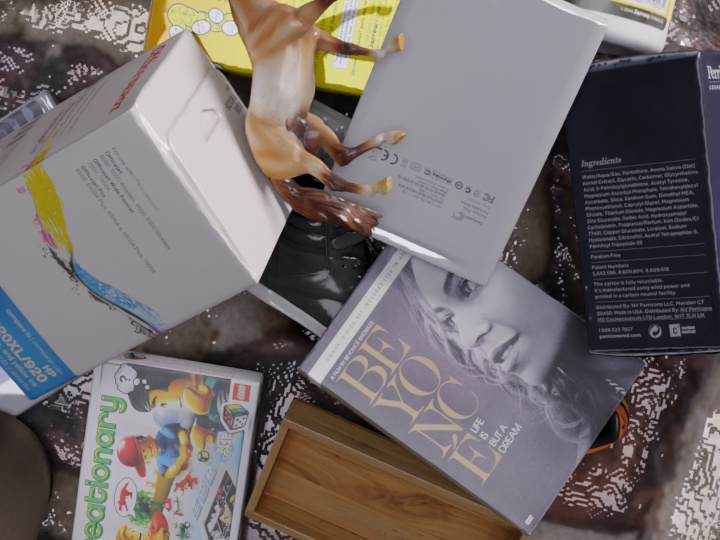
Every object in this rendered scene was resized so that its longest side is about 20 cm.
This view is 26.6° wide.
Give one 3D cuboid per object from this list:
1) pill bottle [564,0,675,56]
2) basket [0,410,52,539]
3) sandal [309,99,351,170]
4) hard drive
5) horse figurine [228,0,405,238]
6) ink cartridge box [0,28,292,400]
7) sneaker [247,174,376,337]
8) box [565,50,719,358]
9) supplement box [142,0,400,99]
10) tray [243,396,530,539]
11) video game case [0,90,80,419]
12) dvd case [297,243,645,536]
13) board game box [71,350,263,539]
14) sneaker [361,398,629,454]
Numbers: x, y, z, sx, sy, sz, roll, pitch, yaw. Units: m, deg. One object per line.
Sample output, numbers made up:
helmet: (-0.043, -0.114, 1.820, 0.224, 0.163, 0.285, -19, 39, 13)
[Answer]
pill bottle: (0.181, -0.259, 1.081, 0.112, 0.112, 0.200, 13, 94, 3)
basket: (-0.303, 0.186, 1.087, 0.180, 0.200, 0.136, 40, 108, -5)
sandal: (0.016, -0.081, 1.132, 0.203, 0.082, 0.050, 34, 52, 2)
hard drive: (0.066, -0.103, 1.031, 0.132, 0.025, 0.200, 24, 113, 2)
horse figurine: (-0.034, -0.117, 1.016, 0.132, 0.050, 0.200, 4, 105, 28)
ink cartridge box: (-0.170, -0.039, 1.038, 0.200, 0.147, 0.145, -27, 111, 22)
sneaker: (0.000, 0.000, 1.117, 0.200, 0.071, 0.099, 29, 119, 5)
box: (0.225, -0.050, 1.061, 0.104, 0.148, 0.200, -4, 96, 35)
supplement box: (-0.043, -0.187, 1.101, 0.200, 0.109, 0.110, 11, 95, 3)
tray: (0.022, 0.179, 1.142, 0.200, 0.037, 0.099, 23, 120, 1)
video game case: (-0.262, -0.006, 1.170, 0.182, 0.023, 0.200, -32, 91, 5)
dvd case: (0.079, 0.068, 1.073, 0.200, 0.016, 0.149, 35, 80, 5)
board game box: (-0.150, 0.167, 1.159, 0.126, 0.035, 0.200, 9, 99, 1)
sneaker: (0.099, 0.104, 1.121, 0.200, 0.090, 0.070, -1, 94, 3)
